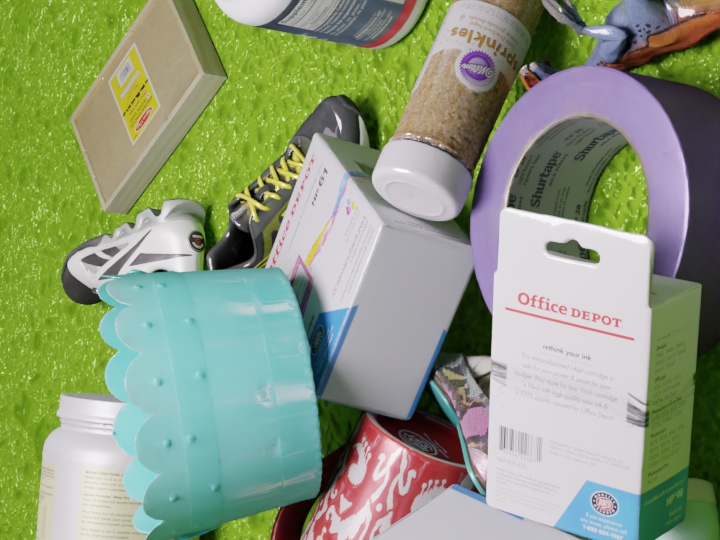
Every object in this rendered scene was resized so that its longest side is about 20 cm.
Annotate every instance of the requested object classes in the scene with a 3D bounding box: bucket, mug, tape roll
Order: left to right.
[{"bbox_3d":[-0.113,0.094,1.362,0.207,0.135,0.207,172,90,-78],"label":"bucket"},{"bbox_3d":[-0.001,0.200,1.378,0.177,0.133,0.200,28,105,23],"label":"mug"},{"bbox_3d":[0.172,-0.034,1.241,0.200,0.085,0.200,-6,82,50],"label":"tape roll"}]

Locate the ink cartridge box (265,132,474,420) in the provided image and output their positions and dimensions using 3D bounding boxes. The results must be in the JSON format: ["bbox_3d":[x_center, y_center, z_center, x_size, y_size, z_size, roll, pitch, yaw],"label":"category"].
[{"bbox_3d":[0.000,0.000,1.398,0.200,0.085,0.145,-123,51,-63],"label":"ink cartridge box"}]

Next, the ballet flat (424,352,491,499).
[{"bbox_3d":[0.094,0.100,1.319,0.071,0.069,0.200,-35,23,2],"label":"ballet flat"}]

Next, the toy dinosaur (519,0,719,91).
[{"bbox_3d":[0.183,-0.160,1.246,0.200,0.105,0.182,49,144,27],"label":"toy dinosaur"}]

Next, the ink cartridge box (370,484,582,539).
[{"bbox_3d":[0.102,0.262,1.224,0.145,0.084,0.200,17,130,50],"label":"ink cartridge box"}]

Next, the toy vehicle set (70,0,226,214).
[{"bbox_3d":[-0.206,-0.164,1.756,0.200,0.026,0.124,-49,51,36],"label":"toy vehicle set"}]

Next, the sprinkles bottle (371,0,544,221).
[{"bbox_3d":[0.075,-0.135,1.320,0.068,0.068,0.200,-4,56,50],"label":"sprinkles bottle"}]

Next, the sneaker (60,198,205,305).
[{"bbox_3d":[-0.214,0.009,1.708,0.200,0.074,0.089,-29,62,45],"label":"sneaker"}]

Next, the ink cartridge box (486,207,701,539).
[{"bbox_3d":[0.146,0.060,1.148,0.116,0.067,0.200,14,110,37],"label":"ink cartridge box"}]

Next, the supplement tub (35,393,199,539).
[{"bbox_3d":[-0.212,0.213,1.627,0.145,0.145,0.200,3,88,50],"label":"supplement tub"}]

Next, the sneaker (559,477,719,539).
[{"bbox_3d":[0.156,0.217,1.234,0.200,0.074,0.118,-24,61,44],"label":"sneaker"}]

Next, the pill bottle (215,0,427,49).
[{"bbox_3d":[-0.053,-0.246,1.444,0.120,0.200,0.120,-9,79,50],"label":"pill bottle"}]

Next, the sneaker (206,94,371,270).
[{"bbox_3d":[-0.060,-0.056,1.522,0.074,0.085,0.200,47,121,41],"label":"sneaker"}]
